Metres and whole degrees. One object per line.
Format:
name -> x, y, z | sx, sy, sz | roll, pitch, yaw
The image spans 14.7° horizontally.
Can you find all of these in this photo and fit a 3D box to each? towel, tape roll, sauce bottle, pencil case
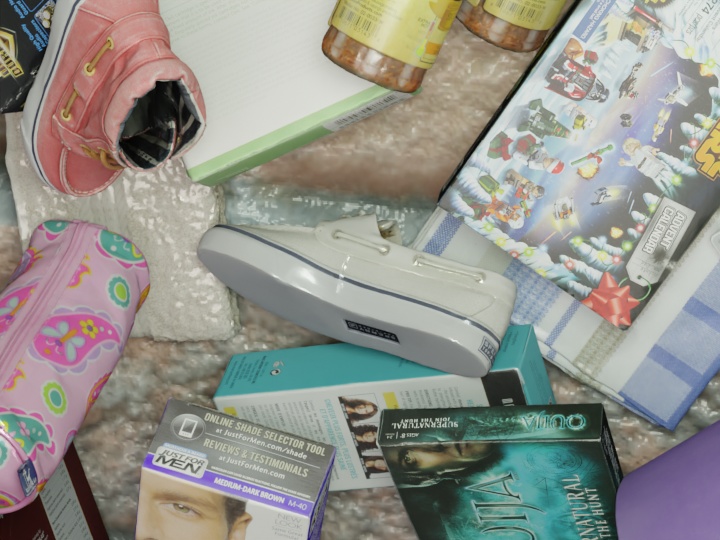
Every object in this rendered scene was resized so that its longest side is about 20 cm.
towel -> 0.143, -0.007, 1.684 | 0.200, 0.024, 0.147 | 32, 113, -4
tape roll -> 0.241, 0.186, 1.644 | 0.085, 0.200, 0.200 | -32, 102, 23
sauce bottle -> 0.045, -0.199, 1.547 | 0.066, 0.066, 0.200 | 26, 104, 1
pencil case -> -0.194, 0.054, 1.653 | 0.087, 0.200, 0.088 | 12, 131, 14
sauce bottle -> 0.117, -0.220, 1.577 | 0.066, 0.066, 0.200 | 29, 116, 0
towel -> -0.148, -0.046, 1.727 | 0.132, 0.034, 0.200 | -2, 112, 14

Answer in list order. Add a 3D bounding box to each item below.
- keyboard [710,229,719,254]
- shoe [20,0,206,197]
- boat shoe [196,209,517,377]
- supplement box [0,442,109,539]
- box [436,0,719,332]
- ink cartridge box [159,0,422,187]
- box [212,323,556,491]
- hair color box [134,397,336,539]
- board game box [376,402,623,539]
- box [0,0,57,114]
keyboard -> 0.285, 0.042, 1.667 | 0.056, 0.011, 0.200 | -32, 107, 16
shoe -> -0.142, -0.083, 1.602 | 0.091, 0.071, 0.200 | 63, 154, 27
boat shoe -> 0.000, 0.000, 1.676 | 0.200, 0.070, 0.071 | 17, 157, 23
supplement box -> -0.267, 0.161, 1.751 | 0.133, 0.197, 0.200 | -13, 108, 18
box -> 0.155, -0.083, 1.621 | 0.137, 0.040, 0.200 | 33, 106, -5
ink cartridge box -> -0.069, -0.168, 1.640 | 0.145, 0.048, 0.200 | -24, 84, 10
box -> 0.017, 0.087, 1.721 | 0.200, 0.049, 0.082 | -6, 123, 20
hair color box -> -0.084, 0.175, 1.749 | 0.109, 0.065, 0.200 | 16, 138, 6
board game box -> 0.096, 0.145, 1.699 | 0.135, 0.028, 0.200 | -3, 144, 15
box -> -0.193, -0.228, 1.622 | 0.198, 0.050, 0.200 | -42, 78, 26
